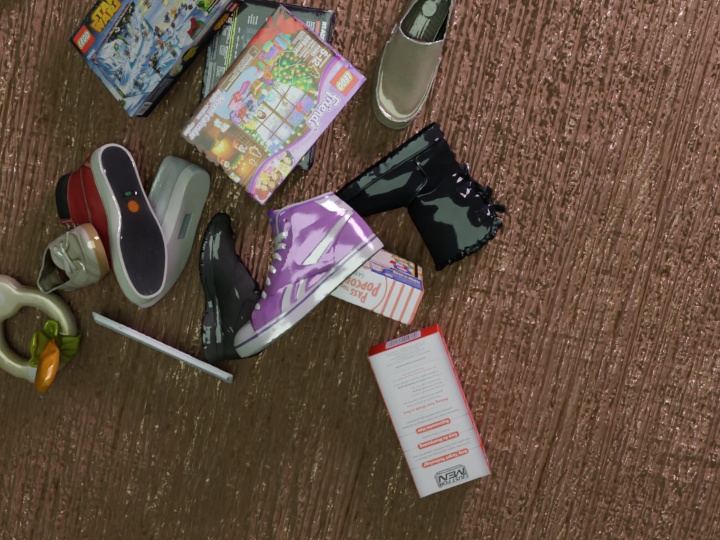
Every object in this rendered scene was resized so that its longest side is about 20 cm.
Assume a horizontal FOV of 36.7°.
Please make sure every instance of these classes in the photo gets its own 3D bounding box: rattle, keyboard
[{"bbox_3d":[-0.466,0.069,1.391,0.130,0.143,0.200,-37,102,26],"label":"rattle"},{"bbox_3d":[-0.259,0.102,1.425,0.199,0.056,0.011,25,79,-1],"label":"keyboard"}]

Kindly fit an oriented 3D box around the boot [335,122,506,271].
[{"bbox_3d":[0.070,-0.073,1.377,0.198,0.073,0.163,-34,99,7],"label":"boot"}]

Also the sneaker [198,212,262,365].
[{"bbox_3d":[-0.164,0.022,1.406,0.090,0.076,0.201,-2,108,-3],"label":"sneaker"}]

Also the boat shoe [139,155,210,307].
[{"bbox_3d":[-0.260,-0.052,1.398,0.068,0.072,0.201,31,112,26],"label":"boat shoe"}]

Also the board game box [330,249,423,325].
[{"bbox_3d":[0.000,0.000,1.323,0.151,0.200,0.047,22,100,0],"label":"board game box"}]

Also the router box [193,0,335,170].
[{"bbox_3d":[-0.119,-0.236,1.361,0.149,0.062,0.201,10,99,2],"label":"router box"}]

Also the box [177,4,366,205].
[{"bbox_3d":[-0.106,-0.199,1.314,0.137,0.039,0.200,39,98,-5],"label":"box"}]

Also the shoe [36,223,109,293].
[{"bbox_3d":[-0.358,-0.006,1.343,0.053,0.200,0.070,-28,91,-29],"label":"shoe"}]

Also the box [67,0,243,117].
[{"bbox_3d":[-0.253,-0.306,1.330,0.200,0.040,0.137,-44,78,21],"label":"box"}]

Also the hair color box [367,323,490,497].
[{"bbox_3d":[0.090,0.182,1.418,0.101,0.061,0.201,-19,96,5],"label":"hair color box"}]

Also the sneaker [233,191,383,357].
[{"bbox_3d":[-0.084,-0.002,1.195,0.200,0.073,0.114,-43,91,-2],"label":"sneaker"}]

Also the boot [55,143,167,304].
[{"bbox_3d":[-0.321,-0.042,1.371,0.144,0.072,0.201,-24,81,43],"label":"boot"}]

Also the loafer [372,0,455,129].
[{"bbox_3d":[0.064,-0.273,1.344,0.075,0.068,0.201,17,99,0],"label":"loafer"}]
